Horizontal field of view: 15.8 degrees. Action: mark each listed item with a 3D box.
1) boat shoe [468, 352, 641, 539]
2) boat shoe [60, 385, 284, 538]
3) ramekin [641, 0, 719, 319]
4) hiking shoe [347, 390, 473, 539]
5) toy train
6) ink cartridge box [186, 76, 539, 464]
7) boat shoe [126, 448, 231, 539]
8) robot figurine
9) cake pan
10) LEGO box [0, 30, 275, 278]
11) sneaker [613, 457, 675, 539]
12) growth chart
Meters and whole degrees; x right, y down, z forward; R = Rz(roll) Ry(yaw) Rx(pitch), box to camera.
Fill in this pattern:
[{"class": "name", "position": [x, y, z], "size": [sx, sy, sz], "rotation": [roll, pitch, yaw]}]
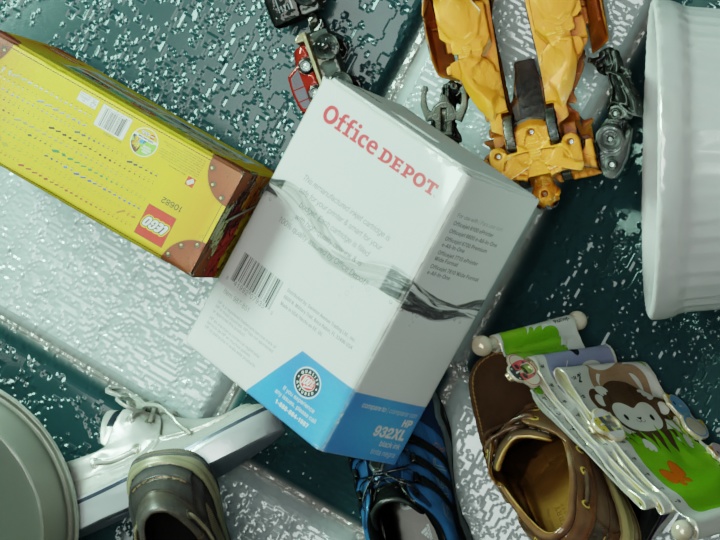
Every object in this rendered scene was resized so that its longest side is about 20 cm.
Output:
[{"class": "boat shoe", "position": [0.114, 0.114, 1.655], "size": [0.072, 0.068, 0.200], "rotation": [-41, 41, 14]}, {"class": "boat shoe", "position": [-0.152, 0.115, 1.757], "size": [0.202, 0.075, 0.086], "rotation": [-26, 81, 19]}, {"class": "ramekin", "position": [0.228, -0.069, 1.623], "size": [0.098, 0.200, 0.201], "rotation": [1, 89, 3]}, {"class": "hiking shoe", "position": [0.027, 0.132, 1.709], "size": [0.074, 0.087, 0.200], "rotation": [-24, 85, 10]}, {"class": "toy train", "position": [-0.026, -0.128, 1.751], "size": [0.046, 0.034, 0.200], "rotation": [-21, 85, 13]}, {"class": "ink cartridge box", "position": [0.000, 0.000, 1.662], "size": [0.145, 0.084, 0.200], "rotation": [37, 103, 39]}, {"class": "boat shoe", "position": [-0.108, 0.213, 1.705], "size": [0.074, 0.073, 0.200], "rotation": [-16, 118, 15]}, {"class": "robot figurine", "position": [0.107, -0.138, 1.713], "size": [0.145, 0.058, 0.200], "rotation": [-11, 86, 11]}, {"class": "cake pan", "position": [-0.288, 0.167, 1.733], "size": [0.200, 0.037, 0.201], "rotation": [2, 99, 10]}, {"class": "LEGO box", "position": [-0.159, -0.075, 1.717], "size": [0.200, 0.149, 0.077], "rotation": [30, 95, 11]}, {"class": "sneaker", "position": [0.132, 0.198, 1.687], "size": [0.076, 0.088, 0.200], "rotation": [33, 95, 10]}, {"class": "growth chart", "position": [0.174, 0.098, 1.660], "size": [0.200, 0.145, 0.018], "rotation": [44, 121, 17]}]
